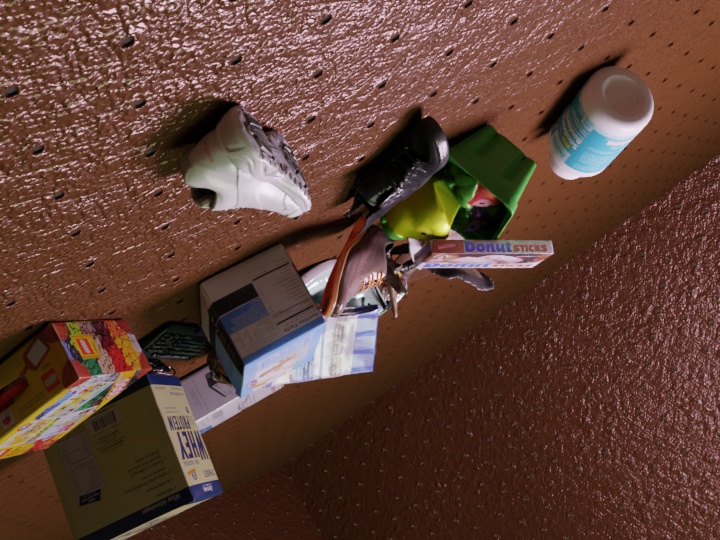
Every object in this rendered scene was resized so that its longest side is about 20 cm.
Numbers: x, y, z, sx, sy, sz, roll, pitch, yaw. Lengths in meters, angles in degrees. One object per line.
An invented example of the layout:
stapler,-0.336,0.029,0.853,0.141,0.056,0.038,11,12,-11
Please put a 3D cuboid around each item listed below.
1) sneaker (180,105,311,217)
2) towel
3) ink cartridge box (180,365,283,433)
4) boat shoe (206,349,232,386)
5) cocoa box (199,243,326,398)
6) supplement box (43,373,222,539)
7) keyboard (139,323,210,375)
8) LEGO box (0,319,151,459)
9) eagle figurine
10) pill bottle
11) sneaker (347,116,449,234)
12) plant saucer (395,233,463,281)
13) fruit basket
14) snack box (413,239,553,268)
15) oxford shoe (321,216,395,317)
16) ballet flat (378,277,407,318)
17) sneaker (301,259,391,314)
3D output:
sneaker,-0.116,-0.092,0.905,0.099,0.079,0.200,-27,159,10
towel,-0.067,0.122,1.483,0.197,0.024,0.148,-6,126,-16
ink cartridge box,-0.246,0.215,1.682,0.198,0.084,0.145,-29,167,-13
boat shoe,-0.211,0.157,1.479,0.067,0.073,0.200,-12,-177,-10
cocoa box,-0.142,0.077,1.306,0.132,0.132,0.200,-27,166,-17
supplement box,-0.352,0.292,1.413,0.198,0.202,0.134,-26,168,6
keyboard,-0.277,0.126,1.382,0.104,0.040,0.200,-35,166,8
LEGO box,-0.381,0.146,1.126,0.199,0.078,0.149,-36,167,17
eagle figurine,0.126,-0.032,1.534,0.197,0.151,0.153,-14,126,-15
pill bottle,0.363,-0.219,1.438,0.110,0.112,0.200,-26,165,-22
sneaker,0.043,-0.118,1.178,0.104,0.060,0.200,-33,171,-17
plant saucer,0.144,-0.032,1.791,0.199,0.037,0.201,-30,168,-7
fruit basket,0.137,-0.093,1.343,0.216,0.155,0.216,-48,171,-10
snack box,0.182,-0.024,1.367,0.197,0.025,0.072,0,164,-19
oxford shoe,0.000,0.000,1.292,0.072,0.072,0.201,-62,-178,44
ballet flat,0.000,0.070,1.768,0.199,0.076,0.064,-38,122,14
sneaker,-0.028,0.047,1.494,0.199,0.119,0.074,-14,160,-50
